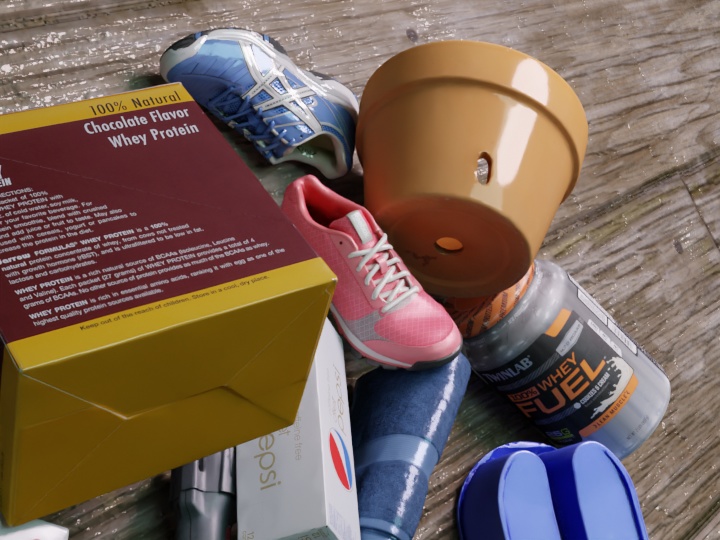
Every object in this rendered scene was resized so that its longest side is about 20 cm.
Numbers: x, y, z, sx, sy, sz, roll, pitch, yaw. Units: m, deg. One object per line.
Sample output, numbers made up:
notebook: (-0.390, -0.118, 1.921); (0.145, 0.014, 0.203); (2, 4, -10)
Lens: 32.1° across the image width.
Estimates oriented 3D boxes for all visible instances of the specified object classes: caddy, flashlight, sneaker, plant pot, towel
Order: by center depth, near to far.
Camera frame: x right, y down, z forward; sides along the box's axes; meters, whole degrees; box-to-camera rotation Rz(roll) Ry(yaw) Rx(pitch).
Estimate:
flashlight: (-0.100, 0.219, 0.838); (0.068, 0.068, 0.201); (14, 54, -23)
towel: (0.015, 0.145, 0.948); (0.049, 0.111, 0.200); (43, 45, -18)
sneaker: (0.000, 0.000, 0.976); (0.074, 0.087, 0.200); (-32, 58, -31)
sneaker: (-0.076, -0.139, 1.045); (0.199, 0.076, 0.077); (18, 52, -35)
caddy: (0.160, 0.236, 1.046); (0.141, 0.105, 0.201); (-4, 69, -19)
plant pot: (0.085, -0.072, 1.047); (0.200, 0.200, 0.141); (33, 50, -26)

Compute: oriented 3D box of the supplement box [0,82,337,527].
supplement box: (-0.157, 0.010, 0.761); (0.197, 0.133, 0.200); (-16, 51, -33)

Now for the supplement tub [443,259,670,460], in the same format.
supplement tub: (0.175, 0.075, 1.132); (0.200, 0.122, 0.123); (42, 45, -17)

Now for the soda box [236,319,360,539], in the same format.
soda box: (-0.047, 0.117, 0.894); (0.064, 0.068, 0.201); (58, 19, -45)

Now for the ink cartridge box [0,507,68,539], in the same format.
ink cartridge box: (-0.272, 0.187, 0.673); (0.199, 0.084, 0.145); (27, 52, -31)
